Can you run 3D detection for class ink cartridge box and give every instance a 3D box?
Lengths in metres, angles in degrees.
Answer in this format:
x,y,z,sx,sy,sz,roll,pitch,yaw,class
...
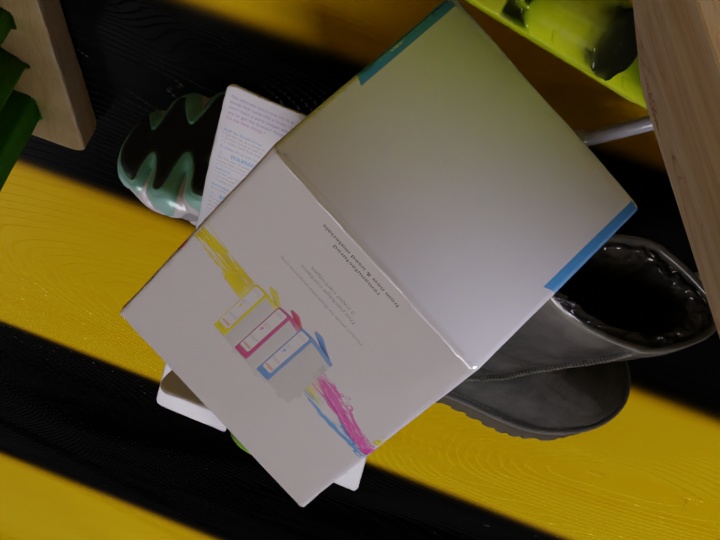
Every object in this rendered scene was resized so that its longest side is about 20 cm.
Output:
x,y,z,sx,sy,sz,roll,pitch,yaw,class
0.000,0.000,1.309,0.125,0.129,0.200,47,145,0,ink cartridge box

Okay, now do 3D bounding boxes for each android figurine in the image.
x,y,z,sx,sy,sz,roll,pitch,yaw,class
0.053,-0.128,1.227,0.200,0.041,0.182,37,-172,37,android figurine

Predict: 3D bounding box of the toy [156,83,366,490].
x,y,z,sx,sy,sz,roll,pitch,yaw,class
-0.026,0.004,1.459,0.115,0.047,0.200,24,124,11,toy

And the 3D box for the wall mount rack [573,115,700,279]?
x,y,z,sx,sy,sz,roll,pitch,yaw,class
0.185,-0.020,1.355,0.200,0.075,0.174,48,172,-36,wall mount rack

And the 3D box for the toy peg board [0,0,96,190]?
x,y,z,sx,sy,sz,roll,pitch,yaw,class
-0.263,-0.120,1.566,0.199,0.098,0.200,19,154,15,toy peg board

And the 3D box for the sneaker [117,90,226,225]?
x,y,z,sx,sy,sz,roll,pitch,yaw,class
-0.024,-0.022,1.546,0.200,0.078,0.140,10,150,34,sneaker

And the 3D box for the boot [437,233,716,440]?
x,y,z,sx,sy,sz,roll,pitch,yaw,class
0.110,0.030,1.456,0.182,0.073,0.200,8,161,-32,boot

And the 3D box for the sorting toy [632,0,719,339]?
x,y,z,sx,sy,sz,roll,pitch,yaw,class
0.149,-0.054,1.031,0.070,0.200,0.199,-13,146,1,sorting toy
